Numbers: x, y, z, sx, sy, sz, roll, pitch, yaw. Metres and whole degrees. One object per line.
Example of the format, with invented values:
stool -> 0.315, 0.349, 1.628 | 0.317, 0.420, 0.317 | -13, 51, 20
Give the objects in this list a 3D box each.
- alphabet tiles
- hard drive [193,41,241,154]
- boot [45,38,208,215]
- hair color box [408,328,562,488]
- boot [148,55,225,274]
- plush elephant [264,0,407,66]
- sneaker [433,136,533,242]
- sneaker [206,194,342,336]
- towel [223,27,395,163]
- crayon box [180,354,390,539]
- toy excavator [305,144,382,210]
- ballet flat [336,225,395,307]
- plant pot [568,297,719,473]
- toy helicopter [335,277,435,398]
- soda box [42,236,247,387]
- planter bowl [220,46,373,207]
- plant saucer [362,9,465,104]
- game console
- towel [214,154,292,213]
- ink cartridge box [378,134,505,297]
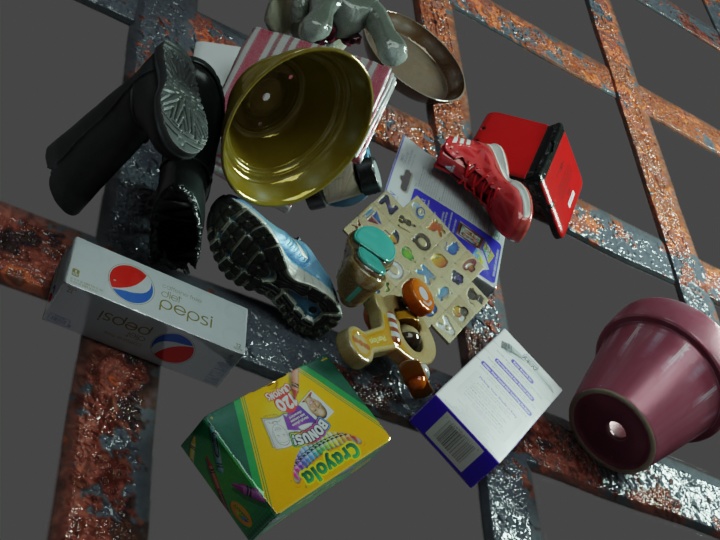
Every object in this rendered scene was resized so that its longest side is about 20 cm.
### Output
alphabet tiles -> 0.073, -0.006, 1.487 | 0.200, 0.006, 0.166 | 47, 52, -1
hard drive -> -0.156, -0.218, 1.463 | 0.130, 0.026, 0.201 | 7, 43, -7
boot -> -0.251, -0.124, 1.191 | 0.066, 0.199, 0.166 | 38, 29, -36
hair color box -> 0.155, 0.163, 1.392 | 0.109, 0.065, 0.200 | 47, 38, 8
boot -> -0.192, -0.111, 1.245 | 0.072, 0.200, 0.163 | 6, 31, -4
plush elephant -> -0.047, -0.352, 1.664 | 0.163, 0.155, 0.202 | 5, 57, -27
sneaker -> 0.162, -0.118, 1.615 | 0.114, 0.079, 0.201 | 12, 32, -24
sneaker -> -0.101, -0.012, 1.326 | 0.200, 0.078, 0.090 | 48, 19, -22
towel -> -0.069, -0.216, 1.415 | 0.198, 0.030, 0.147 | 18, 59, 8
crayon box -> -0.072, 0.176, 1.174 | 0.119, 0.058, 0.199 | 51, 37, 12
toy excavator -> -0.034, -0.185, 1.532 | 0.200, 0.099, 0.197 | -48, 122, -79
ballet flat -> 0.000, 0.000, 1.380 | 0.068, 0.073, 0.200 | 35, 14, -7
plant pot -> 0.372, 0.162, 1.502 | 0.178, 0.200, 0.200 | -34, 78, -37
toy helicopter -> 0.033, 0.089, 1.323 | 0.199, 0.078, 0.133 | -8, 71, -61
soda box -> -0.216, 0.044, 1.171 | 0.199, 0.064, 0.069 | 25, 39, -23
planter bowl -> -0.089, -0.178, 1.291 | 0.199, 0.202, 0.083 | -2, 36, -43
plant saucer -> 0.080, -0.337, 1.849 | 0.199, 0.035, 0.202 | 24, 41, -22
game console -> 0.266, -0.157, 1.852 | 0.174, 0.118, 0.200 | 65, 31, -22
towel -> -0.140, -0.174, 1.487 | 0.145, 0.030, 0.201 | 27, 39, -18
ink cartridge box -> 0.113, -0.075, 1.608 | 0.199, 0.043, 0.199 | 35, 37, -11
